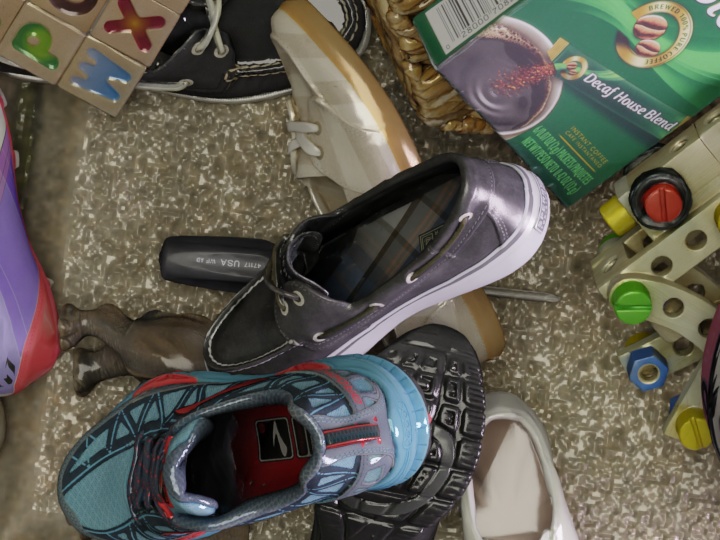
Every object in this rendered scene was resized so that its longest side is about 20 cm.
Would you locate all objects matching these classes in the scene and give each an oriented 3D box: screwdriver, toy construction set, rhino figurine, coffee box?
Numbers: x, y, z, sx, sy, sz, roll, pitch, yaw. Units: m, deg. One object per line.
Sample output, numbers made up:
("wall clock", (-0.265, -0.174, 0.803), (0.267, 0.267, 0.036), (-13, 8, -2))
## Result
("screwdriver", (0.000, 0.000, 1.463), (0.200, 0.028, 0.029), (2, 59, -3))
("toy construction set", (0.191, -0.021, 1.408), (0.200, 0.092, 0.131), (-42, 108, -1))
("rhino figurine", (-0.098, 0.114, 1.442), (0.087, 0.060, 0.200), (-3, 89, 6))
("coffee box", (0.137, -0.129, 1.350), (0.200, 0.123, 0.044), (-36, 41, 12))

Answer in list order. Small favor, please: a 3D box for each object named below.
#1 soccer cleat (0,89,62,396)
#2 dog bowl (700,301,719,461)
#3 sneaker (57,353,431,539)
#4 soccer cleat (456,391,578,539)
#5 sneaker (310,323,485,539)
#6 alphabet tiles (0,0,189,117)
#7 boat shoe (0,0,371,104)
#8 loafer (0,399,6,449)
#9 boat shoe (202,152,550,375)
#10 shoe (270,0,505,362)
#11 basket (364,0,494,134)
("soccer cleat", (-0.203, -0.034, 1.438), (0.067, 0.076, 0.200), (-20, 89, 31))
("dog bowl", (0.247, 0.046, 1.377), (0.200, 0.074, 0.200), (-12, 120, -22))
("sneaker", (-0.072, 0.081, 1.340), (0.200, 0.096, 0.079), (-18, 86, 33))
("soccer cleat", (0.082, 0.157, 1.420), (0.069, 0.078, 0.200), (-16, 87, 2))
("sneaker", (0.006, 0.116, 1.412), (0.076, 0.091, 0.200), (21, 101, 0))
("alphabet tiles", (-0.140, -0.184, 1.375), (0.167, 0.008, 0.200), (29, 121, -11))
("boat shoe", (-0.096, -0.123, 1.451), (0.200, 0.060, 0.074), (4, 88, 3))
("loafer", (-0.277, 0.078, 1.447), (0.200, 0.068, 0.076), (-8, 87, 3))
("boat shoe", (-0.008, 0.001, 1.352), (0.200, 0.066, 0.070), (-25, 57, 34))
("shoe", (0.002, -0.036, 1.416), (0.053, 0.070, 0.200), (-29, 95, -11))
("basket", (0.093, -0.171, 1.430), (0.200, 0.143, 0.149), (-22, 43, -2))
